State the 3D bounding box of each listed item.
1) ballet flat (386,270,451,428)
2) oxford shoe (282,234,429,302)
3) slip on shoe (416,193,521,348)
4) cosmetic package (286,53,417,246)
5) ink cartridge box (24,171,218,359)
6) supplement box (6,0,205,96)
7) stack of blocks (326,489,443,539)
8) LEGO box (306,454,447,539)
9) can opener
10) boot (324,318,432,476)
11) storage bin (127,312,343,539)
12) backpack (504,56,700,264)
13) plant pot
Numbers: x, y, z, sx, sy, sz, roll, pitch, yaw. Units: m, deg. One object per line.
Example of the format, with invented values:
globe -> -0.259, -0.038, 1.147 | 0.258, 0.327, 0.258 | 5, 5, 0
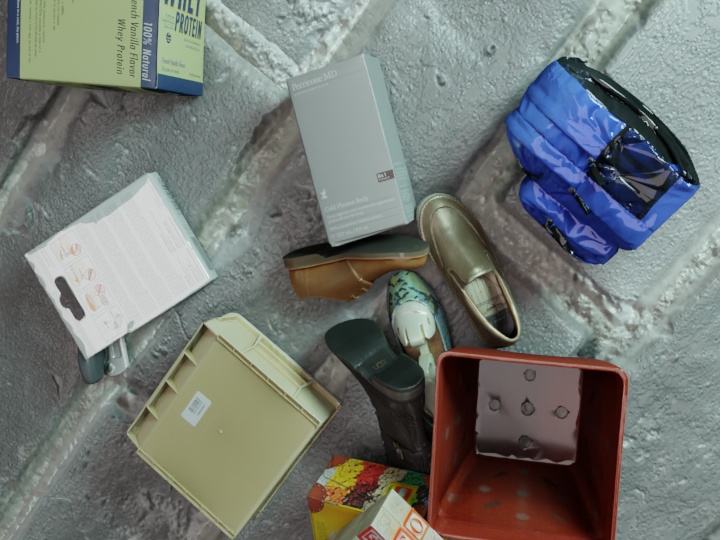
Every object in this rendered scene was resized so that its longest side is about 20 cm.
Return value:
ballet flat -> 0.079, 0.100, 1.058 | 0.073, 0.074, 0.204 | -20, 92, 14
oxford shoe -> 0.000, 0.000, 1.057 | 0.197, 0.071, 0.073 | -7, 104, 32
slip on shoe -> 0.131, 0.000, 1.026 | 0.075, 0.061, 0.203 | -25, 93, -6
cosmetic package -> -0.008, -0.144, 1.036 | 0.105, 0.090, 0.204 | -16, 97, 16
ink cartridge box -> -0.308, -0.006, 1.127 | 0.198, 0.050, 0.163 | -32, 90, 7
supplement box -> -0.303, -0.322, 1.053 | 0.195, 0.134, 0.205 | 6, 98, 12
stack of blocks -> 0.011, 0.344, 0.971 | 0.115, 0.059, 0.200 | 43, 129, 1
LEGO box -> 0.027, 0.338, 1.047 | 0.146, 0.077, 0.204 | 7, 120, 25
can opener -> -0.349, 0.045, 1.151 | 0.051, 0.066, 0.205 | -9, 90, 14
boot -> 0.028, 0.169, 1.064 | 0.068, 0.200, 0.177 | -24, 125, -20
storage bin -> -0.164, 0.194, 1.111 | 0.198, 0.094, 0.201 | 39, 104, 6
backpack -> 0.245, -0.121, 0.944 | 0.200, 0.162, 0.168 | 45, 107, 3
plant pot -> 0.189, 0.181, 0.988 | 0.195, 0.176, 0.205 | 5, 98, 13
